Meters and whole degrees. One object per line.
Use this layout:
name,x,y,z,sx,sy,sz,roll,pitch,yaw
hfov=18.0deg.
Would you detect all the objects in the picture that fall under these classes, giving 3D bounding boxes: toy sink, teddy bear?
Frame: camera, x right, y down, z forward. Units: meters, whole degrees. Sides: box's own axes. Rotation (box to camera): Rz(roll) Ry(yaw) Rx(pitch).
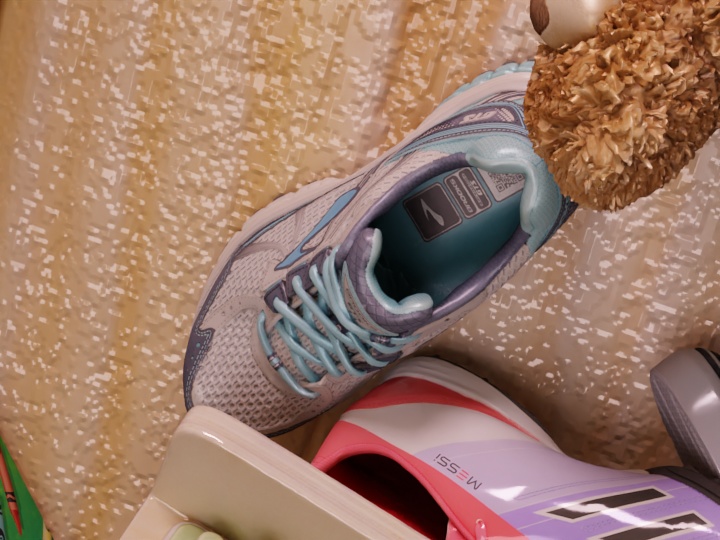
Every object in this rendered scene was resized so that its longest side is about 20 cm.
toy sink,-0.053,0.168,0.845,0.130,0.112,0.200,31,143,4
teddy bear,0.127,-0.107,0.721,0.199,0.146,0.067,-32,123,22

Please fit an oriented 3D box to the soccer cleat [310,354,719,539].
soccer cleat,0.071,0.097,0.815,0.199,0.073,0.069,26,135,30

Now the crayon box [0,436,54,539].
crayon box,-0.237,0.111,0.945,0.199,0.058,0.119,-20,105,21

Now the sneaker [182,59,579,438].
sneaker,0.000,0.000,0.826,0.200,0.086,0.078,-41,97,24

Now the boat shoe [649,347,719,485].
boat shoe,0.183,0.102,0.836,0.071,0.072,0.201,-36,95,-1
